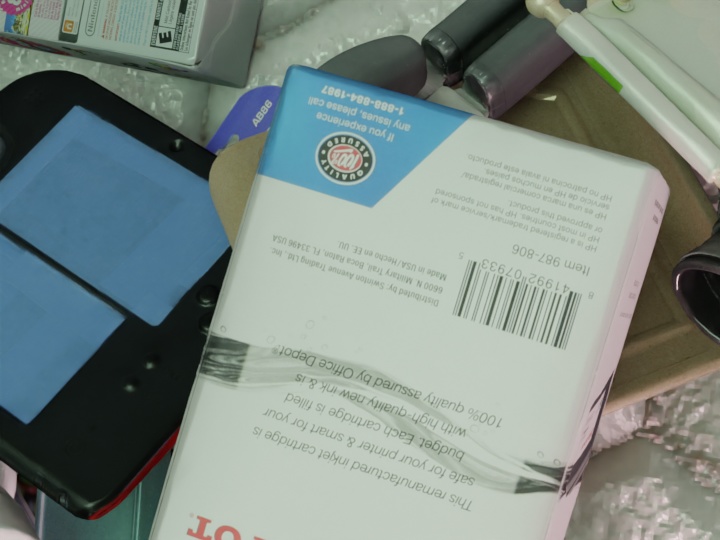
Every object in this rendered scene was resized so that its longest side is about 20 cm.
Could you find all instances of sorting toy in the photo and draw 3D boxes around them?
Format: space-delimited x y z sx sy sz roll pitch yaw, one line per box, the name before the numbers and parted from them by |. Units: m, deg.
sorting toy | 0.053 -0.007 0.772 0.199 0.037 0.186 -22 64 -5

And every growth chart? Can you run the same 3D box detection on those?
growth chart | 0.186 -0.100 0.712 0.200 0.018 0.145 -27 66 -23

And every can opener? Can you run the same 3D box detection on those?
can opener | 0.052 -0.097 0.764 0.200 0.067 0.053 -38 64 -18

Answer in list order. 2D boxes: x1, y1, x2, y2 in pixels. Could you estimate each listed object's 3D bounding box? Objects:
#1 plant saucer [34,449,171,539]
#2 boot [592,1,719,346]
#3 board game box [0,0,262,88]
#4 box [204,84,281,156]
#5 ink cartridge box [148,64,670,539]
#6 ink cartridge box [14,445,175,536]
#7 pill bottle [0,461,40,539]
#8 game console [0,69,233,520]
plant saucer | -0.130 0.176 0.829 0.070 0.019 0.201 5 92 22
boot | 0.157 -0.034 0.707 0.200 0.132 0.070 32 142 16
board game box | -0.144 -0.185 0.897 0.199 0.064 0.148 13 92 22
box | 0.000 0.000 0.839 0.200 0.041 0.119 42 104 22
ink cartridge box | 0.019 0.040 0.666 0.144 0.084 0.201 18 92 14
ink cartridge box | -0.110 0.124 0.851 0.119 0.042 0.200 45 108 16
pill bottle | -0.229 0.093 0.832 0.115 0.114 0.200 -54 49 12
game console | -0.136 0.001 0.811 0.200 0.031 0.177 31 62 24
